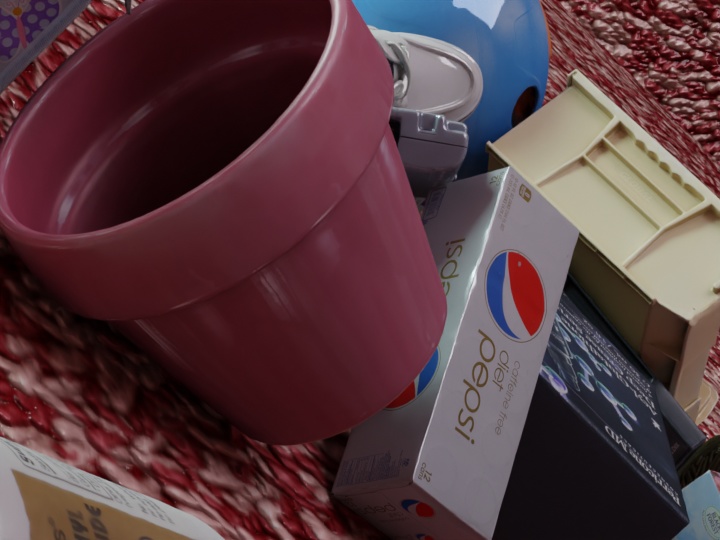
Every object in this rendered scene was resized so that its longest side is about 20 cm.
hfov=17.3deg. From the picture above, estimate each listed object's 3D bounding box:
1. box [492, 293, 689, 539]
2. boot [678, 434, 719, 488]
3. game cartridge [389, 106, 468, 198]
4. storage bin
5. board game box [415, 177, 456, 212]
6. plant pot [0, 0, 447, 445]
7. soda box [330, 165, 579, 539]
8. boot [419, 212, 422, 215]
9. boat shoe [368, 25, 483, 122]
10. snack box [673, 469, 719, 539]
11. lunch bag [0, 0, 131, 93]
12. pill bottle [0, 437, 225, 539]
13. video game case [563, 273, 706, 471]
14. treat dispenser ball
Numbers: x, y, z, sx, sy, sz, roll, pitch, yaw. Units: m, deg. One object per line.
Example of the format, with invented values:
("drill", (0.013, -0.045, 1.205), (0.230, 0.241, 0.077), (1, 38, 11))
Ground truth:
("box", (0.102, 0.093, 1.424), (0.148, 0.107, 0.200), (45, 15, -15))
("boot", (0.315, 0.238, 1.765), (0.200, 0.066, 0.176), (43, 27, -16))
("game cartridge", (-0.041, -0.076, 1.342), (0.198, 0.041, 0.133), (10, -2, 0))
("storage bin", (0.177, 0.004, 1.659), (0.199, 0.093, 0.201), (45, -25, 25))
("board game box", (-0.044, -0.111, 1.535), (0.200, 0.105, 0.103), (42, 17, -19))
("plant pot", (-0.053, -0.021, 1.146), (0.180, 0.199, 0.200), (57, 7, -34))
("soda box", (0.053, 0.047, 1.274), (0.068, 0.063, 0.201), (39, 56, -32))
("boot", (0.000, 0.000, 1.469), (0.199, 0.074, 0.076), (18, 41, -47))
("boat shoe", (-0.001, -0.114, 1.441), (0.199, 0.065, 0.074), (-6, 87, -31))
("snack box", (0.298, 0.235, 1.601), (0.199, 0.068, 0.170), (20, 41, -48))
("lunch bag", (-0.166, -0.180, 1.171), (0.127, 0.200, 0.170), (42, 15, -19))
("pill bottle", (-0.128, 0.103, 0.706), (0.200, 0.114, 0.115), (30, 23, -50))
("video game case", (0.152, 0.068, 1.651), (0.200, 0.019, 0.143), (50, -23, 12))
("treat dispenser ball", (0.037, -0.152, 1.688), (0.201, 0.201, 0.201), (44, 15, -15))
